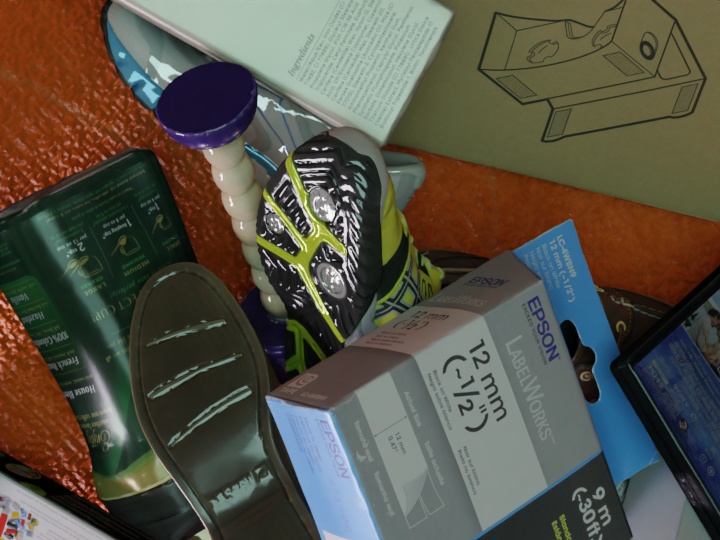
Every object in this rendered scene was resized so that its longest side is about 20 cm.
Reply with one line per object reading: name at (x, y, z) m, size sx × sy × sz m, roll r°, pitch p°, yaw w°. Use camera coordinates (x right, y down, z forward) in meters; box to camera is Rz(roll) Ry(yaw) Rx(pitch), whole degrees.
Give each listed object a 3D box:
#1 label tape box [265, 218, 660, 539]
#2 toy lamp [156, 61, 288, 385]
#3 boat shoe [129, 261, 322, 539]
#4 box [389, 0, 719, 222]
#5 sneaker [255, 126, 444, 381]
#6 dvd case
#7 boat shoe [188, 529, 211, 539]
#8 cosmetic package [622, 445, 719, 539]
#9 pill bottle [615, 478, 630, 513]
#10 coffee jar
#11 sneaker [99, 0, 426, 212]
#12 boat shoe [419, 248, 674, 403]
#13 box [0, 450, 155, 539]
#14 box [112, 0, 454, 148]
label tape box at (0.069, 0.081, 1.006) m, size 0.199 × 0.066 × 0.144 m, roll -29°, pitch 107°, yaw -26°
toy lamp at (-0.053, -0.015, 1.064) m, size 0.058 × 0.058 × 0.201 m, roll -20°, pitch 133°, yaw 0°
boat shoe at (-0.061, 0.095, 1.052) m, size 0.071 × 0.068 × 0.201 m, roll -22°, pitch 76°, yaw 7°
box at (0.122, -0.113, 1.098) m, size 0.198 × 0.021 × 0.164 m, roll 13°, pitch 132°, yaw -3°
sneaker at (0.000, 0.000, 1.036) m, size 0.075 × 0.201 × 0.076 m, roll 35°, pitch 57°, yaw 28°
dvd case at (0.225, 0.061, 1.105) m, size 0.200 × 0.018 × 0.143 m, roll -36°, pitch 96°, yaw -39°
boat shoe at (-0.029, 0.179, 1.146) m, size 0.198 × 0.066 × 0.075 m, roll 18°, pitch 95°, yaw -4°
cosmetic package at (0.191, 0.183, 1.082) m, size 0.051 × 0.201 × 0.151 m, roll -22°, pitch 119°, yaw 38°
pill bottle at (0.125, 0.191, 1.131) m, size 0.110 × 0.111 × 0.201 m, roll -29°, pitch 97°, yaw 1°
coffee jar at (-0.119, 0.044, 1.111) m, size 0.104 × 0.085 × 0.201 m, roll -29°, pitch 98°, yaw -35°
sneaker at (-0.048, -0.092, 1.107) m, size 0.200 × 0.075 × 0.087 m, roll 39°, pitch 109°, yaw -13°
boat shoe at (0.112, 0.039, 1.136) m, size 0.198 × 0.070 × 0.071 m, roll 13°, pitch 95°, yaw -5°
box at (-0.184, 0.166, 1.104) m, size 0.199 × 0.035 × 0.111 m, roll 25°, pitch 97°, yaw 28°
box at (-0.057, -0.142, 1.039) m, size 0.199 × 0.068 × 0.083 m, roll 31°, pitch 92°, yaw -3°
